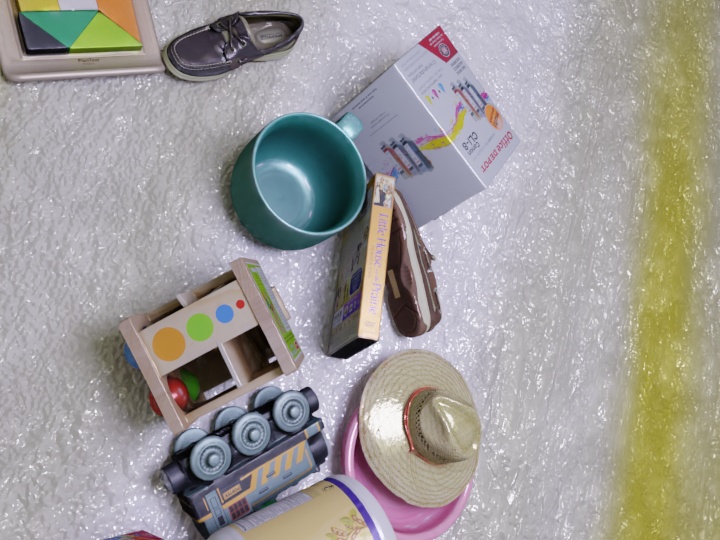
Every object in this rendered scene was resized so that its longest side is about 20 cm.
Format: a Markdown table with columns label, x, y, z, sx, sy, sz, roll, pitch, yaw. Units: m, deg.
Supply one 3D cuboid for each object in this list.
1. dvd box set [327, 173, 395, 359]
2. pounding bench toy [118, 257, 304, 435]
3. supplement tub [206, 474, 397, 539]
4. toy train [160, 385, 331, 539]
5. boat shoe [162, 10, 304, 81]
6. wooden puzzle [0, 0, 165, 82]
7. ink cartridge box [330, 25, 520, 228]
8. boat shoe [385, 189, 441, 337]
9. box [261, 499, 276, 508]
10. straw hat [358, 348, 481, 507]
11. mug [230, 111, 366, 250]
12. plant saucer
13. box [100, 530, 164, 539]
| label | x | y | z | sx | sy | sz | roll | pitch | yaw |
| --- | --- | --- | --- | --- | --- | --- | --- | --- | --- |
| dvd box set | 0.000 | 0.000 | 0.867 | 0.029 | 0.146 | 0.203 | 11 | 71 | -14 |
| pounding bench toy | -0.159 | 0.079 | 0.776 | 0.154 | 0.200 | 0.125 | -27 | 90 | -1 |
| supplement tub | -0.072 | 0.308 | 0.696 | 0.198 | 0.145 | 0.147 | -17 | 87 | -33 |
| toy train | -0.123 | 0.211 | 0.785 | 0.198 | 0.085 | 0.115 | -25 | 101 | -32 |
| boat shoe | -0.159 | -0.299 | 0.891 | 0.199 | 0.065 | 0.074 | -31 | 92 | -35 |
| wooden puzzle | -0.337 | -0.320 | 0.809 | 0.183 | 0.037 | 0.203 | -14 | 85 | -32 |
| ink cartridge box | 0.093 | -0.192 | 0.959 | 0.201 | 0.144 | 0.146 | 51 | 47 | -11 |
| boat shoe | 0.066 | -0.014 | 0.961 | 0.074 | 0.074 | 0.206 | -13 | 92 | -43 |
| box | -0.081 | 0.366 | 0.790 | 0.117 | 0.048 | 0.201 | -39 | 97 | -32 |
| straw hat | 0.101 | 0.191 | 0.857 | 0.199 | 0.085 | 0.204 | 8 | 75 | -29 |
| mug | -0.071 | -0.106 | 0.870 | 0.183 | 0.114 | 0.154 | -15 | 85 | -33 |
| plant saucer | 0.057 | 0.244 | 0.899 | 0.198 | 0.051 | 0.204 | 8 | 75 | -30 |
| box | -0.237 | 0.367 | 0.667 | 0.098 | 0.095 | 0.203 | -3 | 80 | -30 |
